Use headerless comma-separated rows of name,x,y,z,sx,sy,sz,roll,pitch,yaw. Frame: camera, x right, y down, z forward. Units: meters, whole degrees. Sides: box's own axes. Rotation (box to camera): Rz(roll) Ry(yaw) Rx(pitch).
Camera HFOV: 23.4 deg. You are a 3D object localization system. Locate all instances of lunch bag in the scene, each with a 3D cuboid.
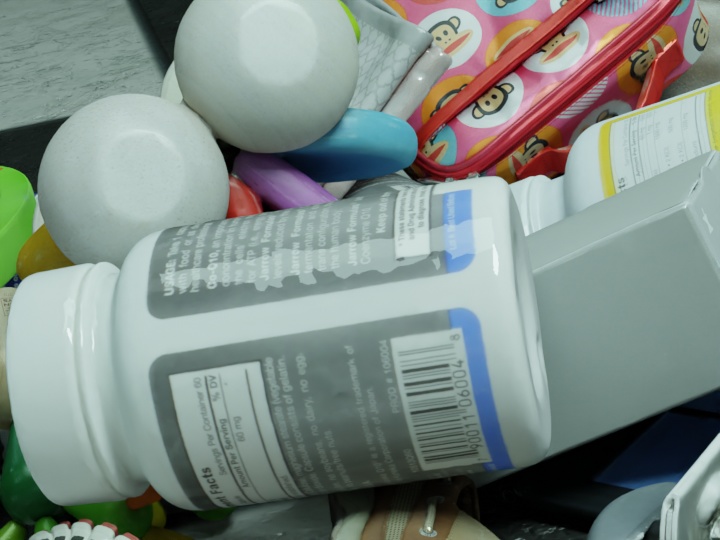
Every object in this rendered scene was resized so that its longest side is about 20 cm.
lunch bag,0.098,-0.124,1.013,0.200,0.082,0.176,-40,52,-2

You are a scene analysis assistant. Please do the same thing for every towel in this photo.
towel,-0.048,-0.079,0.979,0.191,0.032,0.200,-49,27,3

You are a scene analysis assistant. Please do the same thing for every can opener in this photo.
can opener,0.157,0.068,0.722,0.067,0.054,0.200,4,28,35

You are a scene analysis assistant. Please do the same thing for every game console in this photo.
game console,0.180,0.074,0.792,0.199,0.031,0.176,6,24,41

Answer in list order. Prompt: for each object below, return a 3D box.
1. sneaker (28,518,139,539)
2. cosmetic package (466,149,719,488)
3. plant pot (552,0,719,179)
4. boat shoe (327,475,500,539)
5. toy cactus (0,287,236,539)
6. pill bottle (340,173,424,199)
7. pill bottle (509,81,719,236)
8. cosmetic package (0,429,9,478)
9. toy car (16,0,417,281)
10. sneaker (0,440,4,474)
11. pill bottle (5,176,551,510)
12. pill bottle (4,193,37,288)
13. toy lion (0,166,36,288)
sneaker,-0.091,0.150,0.634,0.082,0.078,0.199,-26,24,-38
cosmetic package,0.085,0.030,0.784,0.199,0.091,0.107,-22,8,25
plant pot,0.162,-0.122,1.159,0.197,0.202,0.200,6,23,20
boat shoe,0.026,0.122,0.664,0.071,0.076,0.200,-8,20,0
toy cactus,-0.155,0.077,0.795,0.199,0.103,0.166,-7,53,-17
pill bottle,0.000,0.000,0.970,0.115,0.117,0.200,-17,19,-20
pill bottle,0.170,-0.032,0.854,0.199,0.113,0.112,-18,14,24
cosmetic package,-0.177,0.070,0.909,0.199,0.083,0.051,-3,21,20
toy car,-0.056,-0.034,0.814,0.200,0.150,0.175,-46,2,-13
sneaker,-0.261,0.119,0.818,0.082,0.071,0.200,14,22,26
pill bottle,-0.031,0.033,0.687,0.199,0.115,0.114,-8,18,10
pill bottle,-0.238,0.018,1.041,0.199,0.116,0.116,-7,18,6
toy lion,-0.265,-0.025,0.961,0.199,0.069,0.192,-4,28,17
